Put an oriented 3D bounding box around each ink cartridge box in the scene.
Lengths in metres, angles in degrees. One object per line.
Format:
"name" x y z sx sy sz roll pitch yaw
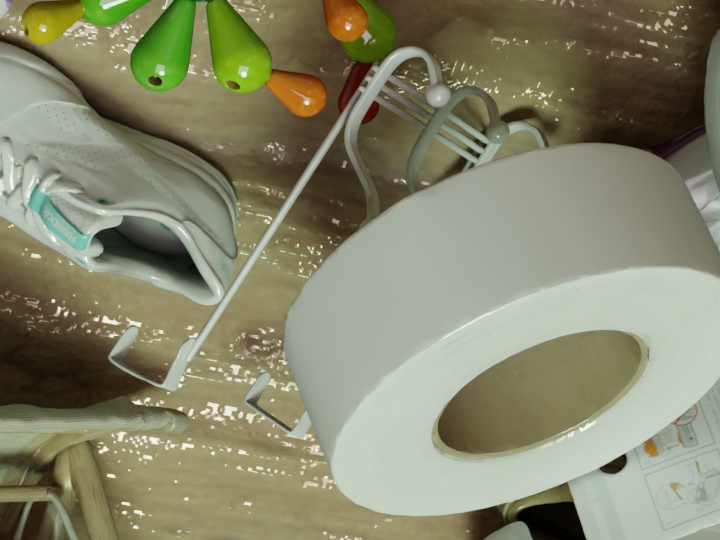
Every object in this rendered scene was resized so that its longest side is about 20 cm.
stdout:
"ink cartridge box" 0.192 0.061 1.358 0.200 0.160 0.047 -20 138 5

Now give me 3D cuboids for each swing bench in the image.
"swing bench" -0.183 0.159 1.329 0.130 0.199 0.200 -5 84 28

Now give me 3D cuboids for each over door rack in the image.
"over door rack" 0.000 0.000 1.302 0.200 0.067 0.148 -47 153 8

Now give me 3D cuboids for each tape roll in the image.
"tape roll" 0.070 0.029 1.260 0.202 0.071 0.203 -18 150 -10

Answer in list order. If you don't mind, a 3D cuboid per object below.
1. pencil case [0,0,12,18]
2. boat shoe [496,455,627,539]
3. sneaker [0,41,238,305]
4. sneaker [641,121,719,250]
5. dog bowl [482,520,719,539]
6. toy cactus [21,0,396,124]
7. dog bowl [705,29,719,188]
"pencil case" -0.237 -0.070 1.235 0.200 0.085 0.084 -56 152 -3
"boat shoe" 0.158 0.139 1.466 0.200 0.063 0.073 24 116 -20
"sneaker" -0.144 -0.042 1.301 0.200 0.089 0.075 22 118 -19
"sneaker" 0.174 -0.024 1.345 0.200 0.075 0.100 -29 99 12
"dog bowl" 0.153 0.185 1.439 0.200 0.059 0.200 5 154 2
"toy cactus" -0.060 -0.157 1.252 0.200 0.102 0.165 20 99 -15
"dog bowl" 0.258 -0.077 1.286 0.200 0.059 0.200 -1 93 -22
